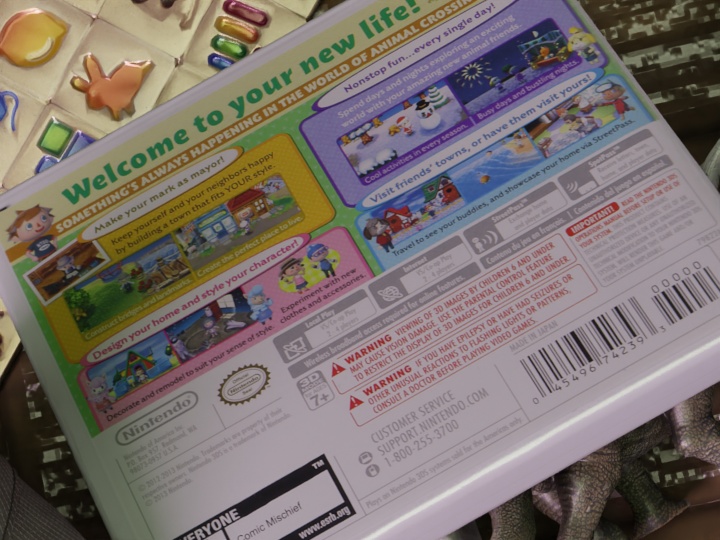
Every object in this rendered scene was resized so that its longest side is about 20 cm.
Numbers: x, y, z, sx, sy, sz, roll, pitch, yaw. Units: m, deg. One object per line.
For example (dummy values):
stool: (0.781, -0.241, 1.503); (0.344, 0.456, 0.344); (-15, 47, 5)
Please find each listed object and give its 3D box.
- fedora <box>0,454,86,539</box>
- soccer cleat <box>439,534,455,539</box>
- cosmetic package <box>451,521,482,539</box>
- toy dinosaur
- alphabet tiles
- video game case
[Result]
fedora: (-0.122, 0.120, 0.680); (0.090, 0.177, 0.200); (33, 119, -16)
soccer cleat: (0.016, 0.164, 0.694); (0.069, 0.085, 0.200); (-5, 83, 7)
cosmetic package: (-0.015, 0.089, 0.788); (0.101, 0.071, 0.200); (-21, 80, 5)
toy dinosaur: (0.066, 0.041, 0.761); (0.200, 0.077, 0.102); (-31, 88, -34)
alphabet tiles: (-0.121, -0.065, 0.856); (0.167, 0.008, 0.200); (28, 87, 10)
video game case: (0.000, 0.000, 0.735); (0.200, 0.022, 0.182); (-30, 53, -1)
